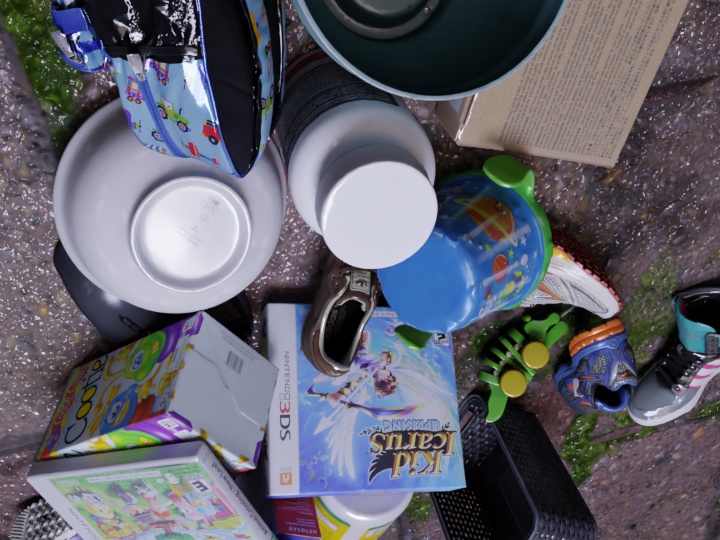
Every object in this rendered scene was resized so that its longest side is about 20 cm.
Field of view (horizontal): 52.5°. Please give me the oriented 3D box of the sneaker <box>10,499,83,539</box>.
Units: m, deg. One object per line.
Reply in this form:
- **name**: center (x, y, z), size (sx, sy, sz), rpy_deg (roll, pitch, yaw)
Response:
- **sneaker**: center (-0.277, 0.287, 0.827), size (0.197, 0.070, 0.100), rpy_deg (-14, 132, -1)

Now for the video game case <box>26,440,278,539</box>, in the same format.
- **video game case**: center (-0.176, 0.231, 0.656), size (0.198, 0.022, 0.183), rpy_deg (-13, 122, 25)

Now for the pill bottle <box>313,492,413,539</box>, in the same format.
- **pill bottle**: center (-0.018, 0.255, 0.818), size (0.111, 0.114, 0.201), rpy_deg (2, 145, -16)

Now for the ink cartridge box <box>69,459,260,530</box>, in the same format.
- **ink cartridge box**: center (-0.205, 0.199, 0.764), size (0.198, 0.095, 0.037), rpy_deg (-22, 130, 0)

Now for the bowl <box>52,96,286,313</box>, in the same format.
- **bowl**: center (-0.145, -0.043, 0.599), size (0.198, 0.090, 0.204), rpy_deg (-10, 117, -20)

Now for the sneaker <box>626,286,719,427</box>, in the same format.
- **sneaker**: center (0.386, 0.093, 0.859), size (0.200, 0.084, 0.121), rpy_deg (-42, 129, 4)

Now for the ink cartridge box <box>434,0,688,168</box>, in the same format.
- **ink cartridge box**: center (0.171, -0.200, 0.614), size (0.162, 0.075, 0.202), rpy_deg (6, 122, -17)

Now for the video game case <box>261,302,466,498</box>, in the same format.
- **video game case**: center (0.001, 0.128, 0.729), size (0.197, 0.184, 0.045), rpy_deg (2, 162, -17)

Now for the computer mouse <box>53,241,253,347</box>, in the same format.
- **computer mouse**: center (-0.186, 0.035, 0.690), size (0.139, 0.046, 0.201), rpy_deg (-24, 126, 4)

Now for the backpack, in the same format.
- **backpack**: center (-0.119, -0.170, 0.494), size (0.132, 0.184, 0.202), rpy_deg (1, 129, 6)

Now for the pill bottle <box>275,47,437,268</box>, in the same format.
- **pill bottle**: center (-0.006, -0.090, 0.562), size (0.109, 0.201, 0.112), rpy_deg (-6, 124, -9)

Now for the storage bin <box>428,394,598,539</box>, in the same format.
- **storage bin**: center (0.164, 0.260, 0.839), size (0.093, 0.201, 0.136), rpy_deg (20, 116, -26)

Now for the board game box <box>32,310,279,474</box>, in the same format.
- **board game box**: center (-0.189, 0.134, 0.674), size (0.198, 0.104, 0.105), rpy_deg (-23, 130, 33)

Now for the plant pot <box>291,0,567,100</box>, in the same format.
- **plant pot**: center (0.032, -0.223, 0.508), size (0.197, 0.134, 0.203), rpy_deg (-4, 104, -15)

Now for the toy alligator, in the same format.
- **toy alligator**: center (0.188, 0.078, 0.821), size (0.054, 0.059, 0.201), rpy_deg (37, 92, 3)

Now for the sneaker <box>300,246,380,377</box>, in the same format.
- **sneaker**: center (0.000, 0.000, 0.666), size (0.070, 0.075, 0.203), rpy_deg (11, 97, -22)

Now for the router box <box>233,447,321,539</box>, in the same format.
- **router box**: center (-0.118, 0.274, 0.787), size (0.048, 0.180, 0.201), rpy_deg (16, 117, -25)

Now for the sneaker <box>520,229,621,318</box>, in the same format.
- **sneaker**: center (0.187, 0.000, 0.759), size (0.198, 0.078, 0.083), rpy_deg (27, 117, -18)

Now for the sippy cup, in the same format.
- **sippy cup**: center (0.086, -0.010, 0.649), size (0.138, 0.130, 0.180), rpy_deg (4, 110, 35)

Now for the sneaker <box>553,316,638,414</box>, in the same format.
- **sneaker**: center (0.271, 0.131, 0.837), size (0.074, 0.079, 0.201), rpy_deg (-18, 150, 2)
